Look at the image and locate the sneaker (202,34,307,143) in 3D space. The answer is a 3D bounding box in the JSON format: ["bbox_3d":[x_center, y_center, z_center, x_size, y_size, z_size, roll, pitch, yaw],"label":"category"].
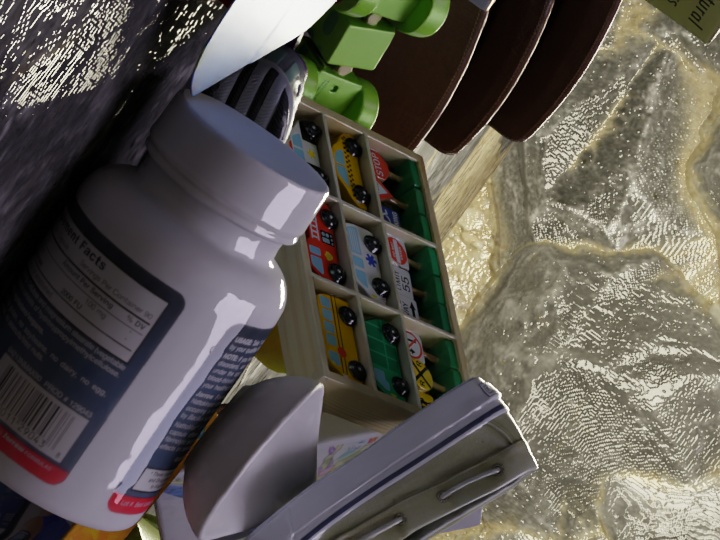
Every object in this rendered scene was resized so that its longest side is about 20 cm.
[{"bbox_3d":[-0.080,-0.039,1.518,0.200,0.074,0.088,-58,178,29],"label":"sneaker"}]

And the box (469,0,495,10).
[{"bbox_3d":[0.092,-0.258,1.466,0.124,0.097,0.200,-49,173,-41],"label":"box"}]

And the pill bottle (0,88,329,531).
[{"bbox_3d":[-0.107,0.017,1.362,0.200,0.120,0.120,-54,175,11],"label":"pill bottle"}]

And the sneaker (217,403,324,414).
[{"bbox_3d":[-0.037,0.088,1.701,0.074,0.200,0.087,101,-14,-58],"label":"sneaker"}]

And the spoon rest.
[{"bbox_3d":[-0.053,0.100,1.436,0.099,0.061,0.200,-52,179,-5],"label":"spoon rest"}]

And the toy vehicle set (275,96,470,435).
[{"bbox_3d":[0.000,0.000,1.541,0.027,0.124,0.200,-35,-131,32],"label":"toy vehicle set"}]

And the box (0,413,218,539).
[{"bbox_3d":[-0.166,0.109,1.473,0.200,0.119,0.041,-52,136,-32],"label":"box"}]

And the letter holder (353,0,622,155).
[{"bbox_3d":[0.064,-0.145,1.703,0.101,0.142,0.200,-50,174,-38],"label":"letter holder"}]

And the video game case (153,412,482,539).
[{"bbox_3d":[-0.023,0.131,1.645,0.200,0.022,0.182,-11,153,-5],"label":"video game case"}]

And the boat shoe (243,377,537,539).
[{"bbox_3d":[0.003,0.136,1.454,0.200,0.062,0.072,-37,166,0],"label":"boat shoe"}]

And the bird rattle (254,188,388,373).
[{"bbox_3d":[-0.042,-0.024,1.676,0.163,0.113,0.200,-25,162,-5],"label":"bird rattle"}]

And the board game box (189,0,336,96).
[{"bbox_3d":[-0.028,-0.168,1.343,0.158,0.039,0.200,-51,172,34],"label":"board game box"}]

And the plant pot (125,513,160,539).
[{"bbox_3d":[-0.183,0.220,1.771,0.200,0.200,0.190,-52,163,-15],"label":"plant pot"}]

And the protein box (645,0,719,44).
[{"bbox_3d":[0.189,-0.283,1.598,0.135,0.200,0.199,-48,172,-46],"label":"protein box"}]

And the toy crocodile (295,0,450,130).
[{"bbox_3d":[-0.010,-0.136,1.596,0.067,0.062,0.200,13,123,-41],"label":"toy crocodile"}]
